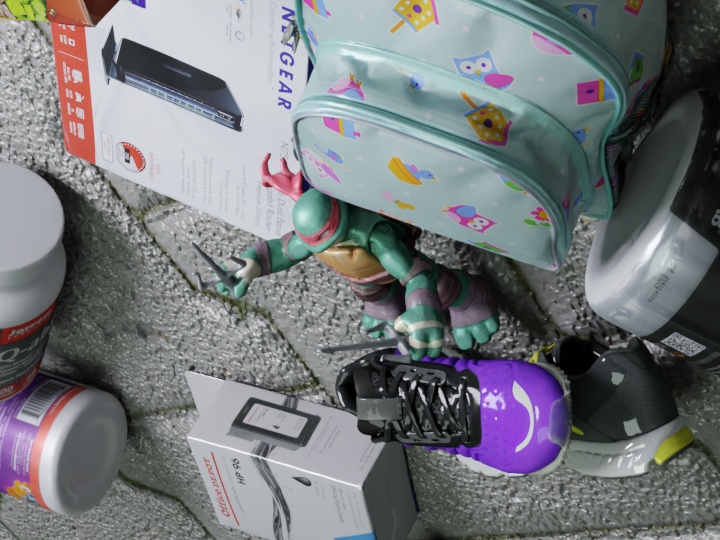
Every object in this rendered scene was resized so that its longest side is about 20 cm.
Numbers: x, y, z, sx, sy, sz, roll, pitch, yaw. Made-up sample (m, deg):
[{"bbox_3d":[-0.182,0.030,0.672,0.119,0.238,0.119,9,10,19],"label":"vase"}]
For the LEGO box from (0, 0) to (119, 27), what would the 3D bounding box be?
[{"bbox_3d":[-0.141,-0.207,0.645,0.147,0.201,0.078,9,137,27],"label":"LEGO box"}]

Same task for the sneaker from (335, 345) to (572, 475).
[{"bbox_3d":[0.047,0.087,0.845,0.098,0.071,0.199,2,-179,-28],"label":"sneaker"}]

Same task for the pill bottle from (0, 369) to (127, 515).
[{"bbox_3d":[-0.318,0.138,1.207,0.198,0.112,0.112,14,138,24],"label":"pill bottle"}]

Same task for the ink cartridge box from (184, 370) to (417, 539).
[{"bbox_3d":[-0.062,0.160,1.082,0.198,0.068,0.117,12,137,26],"label":"ink cartridge box"}]

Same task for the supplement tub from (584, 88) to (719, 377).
[{"bbox_3d":[0.221,0.007,0.661,0.198,0.123,0.123,27,142,-5],"label":"supplement tub"}]

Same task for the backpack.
[{"bbox_3d":[0.051,-0.100,0.620,0.174,0.155,0.201,21,158,14],"label":"backpack"}]

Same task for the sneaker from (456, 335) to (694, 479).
[{"bbox_3d":[0.129,0.084,0.877,0.199,0.074,0.086,-10,97,50],"label":"sneaker"}]

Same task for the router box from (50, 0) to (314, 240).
[{"bbox_3d":[-0.102,-0.127,0.823,0.178,0.049,0.201,23,140,14],"label":"router box"}]

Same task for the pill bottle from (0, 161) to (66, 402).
[{"bbox_3d":[-0.292,0.013,1.052,0.115,0.116,0.201,33,142,1],"label":"pill bottle"}]

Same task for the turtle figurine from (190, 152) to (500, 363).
[{"bbox_3d":[0.000,0.000,0.801,0.149,0.102,0.199,23,178,34],"label":"turtle figurine"}]
